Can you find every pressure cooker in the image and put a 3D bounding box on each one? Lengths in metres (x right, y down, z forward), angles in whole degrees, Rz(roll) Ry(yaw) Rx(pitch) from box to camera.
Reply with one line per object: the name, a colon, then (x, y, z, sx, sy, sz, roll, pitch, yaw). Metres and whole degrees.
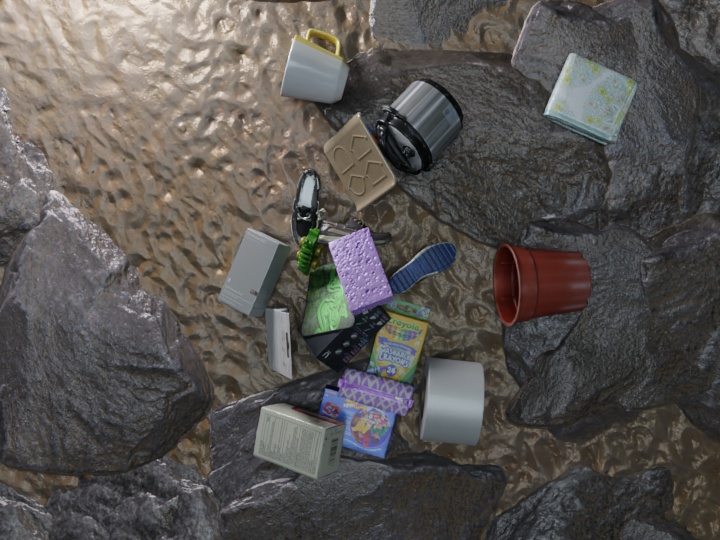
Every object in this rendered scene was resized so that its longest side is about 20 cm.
pressure cooker: (0.133, -0.346, 1.650, 0.175, 0.179, 0.200, 41, 79, 8)

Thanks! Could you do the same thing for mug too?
mug: (-0.105, -0.509, 1.688, 0.151, 0.149, 0.189, 15, 99, -7)

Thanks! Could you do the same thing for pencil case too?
pencil case: (0.040, 0.308, 1.701, 0.197, 0.086, 0.085, 14, 95, 2)

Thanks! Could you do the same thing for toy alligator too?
toy alligator: (-0.128, -0.062, 1.698, 0.059, 0.054, 0.202, 27, 124, 13)

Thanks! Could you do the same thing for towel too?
towel: (0.588, -0.433, 1.715, 0.198, 0.048, 0.173, 24, 89, 1)

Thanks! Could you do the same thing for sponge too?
sponge: (0.000, 0.000, 1.640, 0.110, 0.030, 0.202, -22, 61, 5)

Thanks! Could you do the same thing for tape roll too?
tape roll: (0.223, 0.324, 1.672, 0.137, 0.203, 0.206, 6, 92, 1)

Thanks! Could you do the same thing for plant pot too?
plant pot: (0.451, 0.032, 1.670, 0.192, 0.201, 0.204, -2, 92, -7)

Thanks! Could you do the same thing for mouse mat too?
mouse mat: (-0.073, 0.064, 1.685, 0.159, 0.008, 0.203, -14, 56, 29)

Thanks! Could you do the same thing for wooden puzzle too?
wooden puzzle: (0.004, -0.270, 1.691, 0.046, 0.185, 0.202, -26, 88, -36)

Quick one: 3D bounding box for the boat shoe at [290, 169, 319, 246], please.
boat shoe: (-0.140, -0.160, 1.736, 0.073, 0.060, 0.203, 11, 92, 0)

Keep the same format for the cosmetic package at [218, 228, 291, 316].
cosmetic package: (-0.270, 0.006, 1.724, 0.106, 0.090, 0.203, 23, 95, 19)

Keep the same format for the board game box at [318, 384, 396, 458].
board game box: (-0.014, 0.394, 1.758, 0.197, 0.045, 0.137, 16, 92, 1)

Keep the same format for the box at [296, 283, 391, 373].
box: (-0.043, 0.134, 1.696, 0.200, 0.122, 0.106, -46, 134, 3)

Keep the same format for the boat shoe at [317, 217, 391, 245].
boat shoe: (-0.017, -0.101, 1.729, 0.196, 0.074, 0.075, 2, 92, 0)

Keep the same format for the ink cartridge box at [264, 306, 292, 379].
ink cartridge box: (-0.187, 0.177, 1.682, 0.049, 0.199, 0.164, -4, 92, -26)

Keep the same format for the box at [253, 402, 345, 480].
box: (-0.153, 0.425, 1.694, 0.197, 0.109, 0.130, 12, 93, 28)

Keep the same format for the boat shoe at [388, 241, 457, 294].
boat shoe: (0.155, -0.011, 1.726, 0.198, 0.072, 0.073, -29, 90, -3)

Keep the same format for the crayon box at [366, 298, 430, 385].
crayon box: (0.099, 0.182, 1.745, 0.124, 0.052, 0.203, 15, 92, 1)
